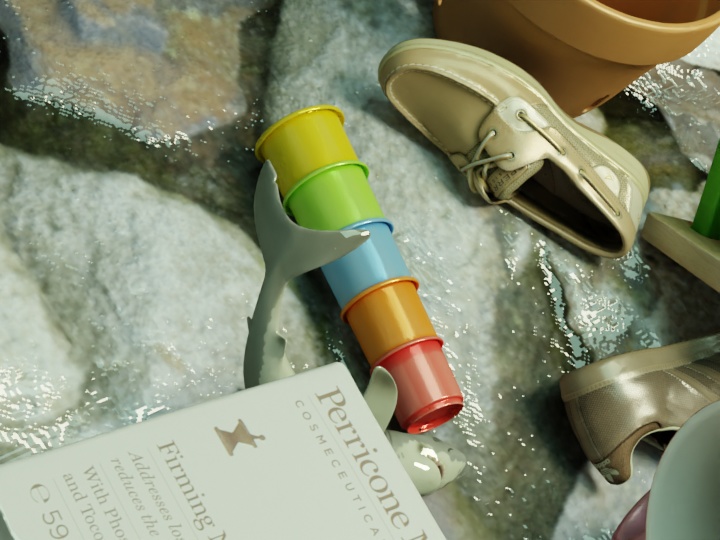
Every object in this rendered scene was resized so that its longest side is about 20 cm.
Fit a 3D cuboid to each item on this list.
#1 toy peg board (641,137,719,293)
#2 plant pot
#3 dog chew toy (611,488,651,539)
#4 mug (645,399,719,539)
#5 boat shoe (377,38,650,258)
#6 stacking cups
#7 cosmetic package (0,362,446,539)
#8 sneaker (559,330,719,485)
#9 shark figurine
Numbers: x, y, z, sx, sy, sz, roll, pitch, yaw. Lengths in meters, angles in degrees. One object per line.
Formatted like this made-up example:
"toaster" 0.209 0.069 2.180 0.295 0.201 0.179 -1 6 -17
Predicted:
"toy peg board" 0.317 -0.018 1.247 0.198 0.098 0.200 12 15 -21
"plant pot" 0.139 -0.196 1.320 0.199 0.140 0.201 15 51 -19
"dog chew toy" 0.232 0.201 1.093 0.200 0.125 0.125 45 47 -2
"mug" 0.253 0.149 1.003 0.199 0.178 0.134 4 37 -35
"boat shoe" 0.097 -0.078 1.254 0.199 0.071 0.065 29 46 -9
"stacking cups" 0.000 0.000 1.150 0.060 0.061 0.201 -8 62 -34
"cosmetic package" -0.078 0.171 0.902 0.199 0.166 0.168 -16 65 -38
"sneaker" 0.208 0.080 1.215 0.199 0.070 0.076 -11 81 -31
"shark figurine" -0.038 0.060 1.056 0.128 0.215 0.089 -36 35 -14
